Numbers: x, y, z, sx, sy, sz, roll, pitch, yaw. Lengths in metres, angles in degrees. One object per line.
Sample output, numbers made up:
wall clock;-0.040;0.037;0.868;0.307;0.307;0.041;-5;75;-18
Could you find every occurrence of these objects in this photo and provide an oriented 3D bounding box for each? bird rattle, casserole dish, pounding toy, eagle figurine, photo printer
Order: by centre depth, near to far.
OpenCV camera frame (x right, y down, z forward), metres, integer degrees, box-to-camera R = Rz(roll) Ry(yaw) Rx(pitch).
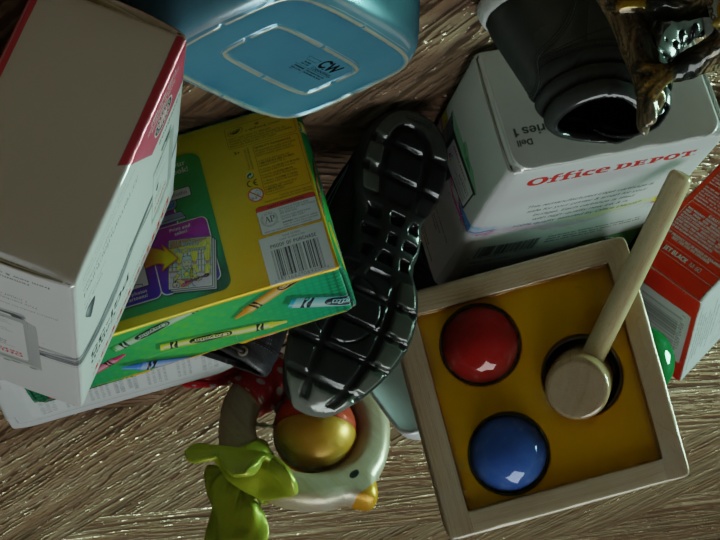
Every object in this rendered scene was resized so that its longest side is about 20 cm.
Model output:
eagle figurine;0.215;-0.145;1.034;0.200;0.151;0.152;-24;127;28
casserole dish;-0.040;-0.125;1.086;0.121;0.039;0.200;-23;163;21
pounding toy;0.128;0.056;1.316;0.199;0.185;0.142;-15;176;0
photo printer;-0.162;0.039;1.423;0.199;0.070;0.166;-15;162;-6
bird rattle;-0.060;0.117;1.545;0.162;0.200;0.113;9;134;-9

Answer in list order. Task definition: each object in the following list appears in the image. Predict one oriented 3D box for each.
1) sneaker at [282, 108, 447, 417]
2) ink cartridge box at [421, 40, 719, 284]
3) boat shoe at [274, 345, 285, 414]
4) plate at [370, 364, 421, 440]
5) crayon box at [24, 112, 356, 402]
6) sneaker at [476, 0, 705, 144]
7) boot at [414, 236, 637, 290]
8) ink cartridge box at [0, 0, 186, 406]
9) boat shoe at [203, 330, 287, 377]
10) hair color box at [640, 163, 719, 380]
sneaker;0.000;0.000;1.283;0.075;0.201;0.079;26;162;-15
ink cartridge box;0.125;-0.073;1.321;0.144;0.084;0.200;-11;163;-15
boat shoe;0.007;0.070;1.689;0.199;0.061;0.074;-23;161;20
plate;0.087;0.060;1.544;0.199;0.200;0.032;-18;119;-16
crayon box;-0.115;-0.011;1.218;0.199;0.119;0.058;-17;152;1
sneaker;0.171;-0.126;1.176;0.199;0.100;0.071;-12;160;-18
boot;0.131;-0.012;1.513;0.168;0.077;0.200;-25;-169;-27
ink cartridge box;-0.153;-0.034;1.060;0.082;0.147;0.200;21;159;1
boat shoe;-0.140;0.029;1.295;0.199;0.067;0.070;10;161;10
hair color box;0.266;-0.030;1.433;0.200;0.064;0.111;-42;156;-23
